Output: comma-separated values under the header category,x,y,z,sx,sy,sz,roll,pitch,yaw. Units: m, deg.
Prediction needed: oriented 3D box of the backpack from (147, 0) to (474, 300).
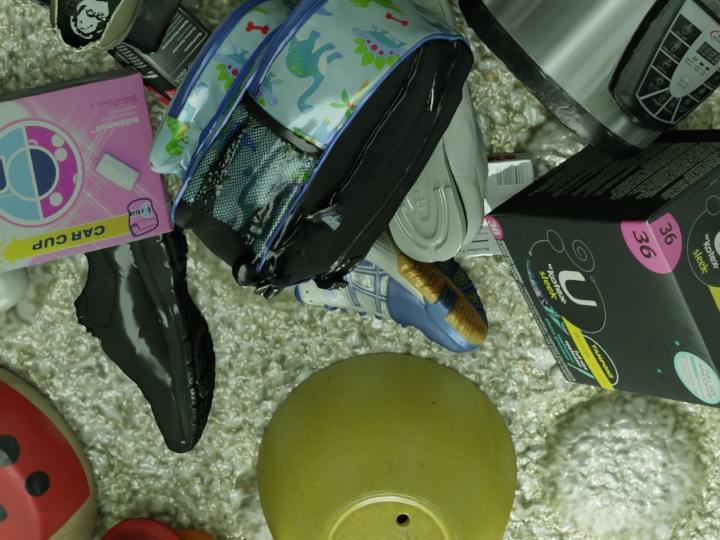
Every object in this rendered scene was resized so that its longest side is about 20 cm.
category,x,y,z,sx,sy,sz,roll,pitch,yaw
backpack,-0.034,-0.102,1.530,0.147,0.183,0.200,38,103,13

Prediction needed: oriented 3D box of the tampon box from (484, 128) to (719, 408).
category,x,y,z,sx,sy,sz,roll,pitch,yaw
tampon box,0.212,-0.005,1.612,0.126,0.200,0.150,-35,108,-22

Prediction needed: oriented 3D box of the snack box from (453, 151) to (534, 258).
category,x,y,z,sx,sy,sz,roll,pitch,yaw
snack box,0.028,-0.042,1.711,0.200,0.024,0.072,-5,109,2

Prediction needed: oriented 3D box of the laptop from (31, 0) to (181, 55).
category,x,y,z,sx,sy,sz,roll,pitch,yaw
laptop,-0.172,-0.283,1.529,0.187,0.200,0.116,25,147,-9

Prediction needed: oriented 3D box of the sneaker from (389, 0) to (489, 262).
category,x,y,z,sx,sy,sz,roll,pitch,yaw
sneaker,0.050,-0.109,1.639,0.076,0.080,0.200,5,110,30

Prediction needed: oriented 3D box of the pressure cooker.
category,x,y,z,sx,sy,sz,roll,pitch,yaw
pressure cooker,0.187,-0.198,1.577,0.179,0.176,0.200,43,103,-6

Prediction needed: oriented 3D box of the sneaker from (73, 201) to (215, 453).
category,x,y,z,sx,sy,sz,roll,pitch,yaw
sneaker,-0.162,0.040,1.723,0.091,0.076,0.200,-10,100,11

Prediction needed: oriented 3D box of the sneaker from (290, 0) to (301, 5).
category,x,y,z,sx,sy,sz,roll,pitch,yaw
sneaker,-0.041,-0.213,1.593,0.077,0.078,0.200,4,141,-35

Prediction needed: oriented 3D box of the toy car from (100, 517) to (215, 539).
category,x,y,z,sx,sy,sz,roll,pitch,yaw
toy car,-0.153,0.262,1.730,0.175,0.200,0.150,-25,103,24

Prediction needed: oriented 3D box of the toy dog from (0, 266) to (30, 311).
category,x,y,z,sx,sy,sz,roll,pitch,yaw
toy dog,-0.290,-0.077,1.667,0.132,0.096,0.200,8,125,41

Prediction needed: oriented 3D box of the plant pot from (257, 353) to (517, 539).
category,x,y,z,sx,sy,sz,roll,pitch,yaw
plant pot,0.020,0.179,1.726,0.200,0.142,0.200,0,109,0

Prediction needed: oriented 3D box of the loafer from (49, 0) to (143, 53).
category,x,y,z,sx,sy,sz,roll,pitch,yaw
loafer,-0.146,-0.219,1.458,0.075,0.070,0.200,17,114,-4

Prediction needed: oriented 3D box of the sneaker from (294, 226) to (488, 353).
category,x,y,z,sx,sy,sz,roll,pitch,yaw
sneaker,0.000,0.000,1.681,0.200,0.075,0.088,41,113,-3

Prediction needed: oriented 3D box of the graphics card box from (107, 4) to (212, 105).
category,x,y,z,sx,sy,sz,roll,pitch,yaw
graphics card box,-0.183,-0.196,1.603,0.200,0.125,0.051,41,85,-12

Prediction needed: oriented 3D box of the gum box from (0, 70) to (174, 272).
category,x,y,z,sx,sy,sz,roll,pitch,yaw
gum box,-0.231,-0.064,1.600,0.200,0.066,0.114,-15,102,-22

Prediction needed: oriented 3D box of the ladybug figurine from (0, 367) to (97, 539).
category,x,y,z,sx,sy,sz,roll,pitch,yaw
ladybug figurine,-0.281,0.154,1.755,0.136,0.072,0.200,-34,106,11
